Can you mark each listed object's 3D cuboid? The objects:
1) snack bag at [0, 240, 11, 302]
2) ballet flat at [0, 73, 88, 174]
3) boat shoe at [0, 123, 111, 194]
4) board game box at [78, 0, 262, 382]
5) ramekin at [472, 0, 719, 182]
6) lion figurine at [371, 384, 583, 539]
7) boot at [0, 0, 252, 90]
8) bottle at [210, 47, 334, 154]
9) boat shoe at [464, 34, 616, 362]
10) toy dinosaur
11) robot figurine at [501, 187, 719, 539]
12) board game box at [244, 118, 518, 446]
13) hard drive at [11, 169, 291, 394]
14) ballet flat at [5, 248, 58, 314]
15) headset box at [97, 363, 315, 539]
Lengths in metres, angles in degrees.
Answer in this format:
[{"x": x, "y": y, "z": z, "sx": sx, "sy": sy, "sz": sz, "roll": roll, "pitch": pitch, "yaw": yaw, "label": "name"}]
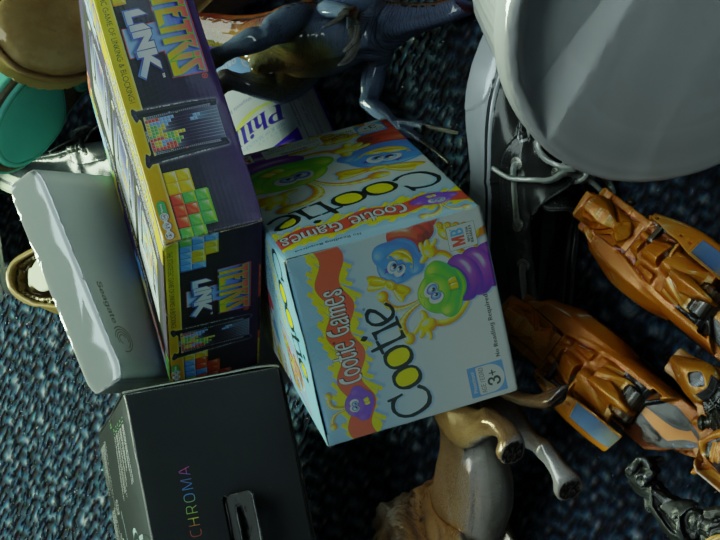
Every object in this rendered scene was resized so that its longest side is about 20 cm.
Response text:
[{"x": -0.296, "y": -0.105, "z": 1.540, "sx": 0.200, "sy": 0.021, "sz": 0.189, "roll": 89, "pitch": 156, "yaw": -47, "label": "snack bag"}, {"x": -0.219, "y": -0.129, "z": 1.443, "sx": 0.070, "sy": 0.200, "sz": 0.068, "roll": 10, "pitch": 129, "yaw": 23, "label": "ballet flat"}, {"x": -0.167, "y": -0.069, "z": 1.453, "sx": 0.199, "sy": 0.075, "sz": 0.063, "roll": 3, "pitch": 84, "yaw": 39, "label": "boat shoe"}, {"x": -0.104, "y": -0.064, "z": 1.176, "sx": 0.165, "sy": 0.057, "sz": 0.201, "roll": 99, "pitch": 155, "yaw": -62, "label": "board game box"}, {"x": 0.145, "y": -0.152, "z": 1.075, "sx": 0.203, "sy": 0.202, "sz": 0.094, "roll": -57, "pitch": 37, "yaw": 21, "label": "ramekin"}, {"x": 0.060, "y": 0.112, "z": 1.169, "sx": 0.123, "sy": 0.072, "sz": 0.201, "roll": 52, "pitch": 137, "yaw": 46, "label": "lion figurine"}, {"x": -0.123, "y": -0.193, "z": 1.360, "sx": 0.200, "sy": 0.175, "sz": 0.066, "roll": -36, "pitch": 72, "yaw": 39, "label": "boot"}, {"x": -0.049, "y": -0.059, "z": 1.334, "sx": 0.083, "sy": 0.065, "sz": 0.200, "roll": -36, "pitch": 59, "yaw": 22, "label": "bottle"}, {"x": 0.098, "y": -0.048, "z": 1.185, "sx": 0.068, "sy": 0.073, "sz": 0.200, "roll": 10, "pitch": 93, "yaw": 42, "label": "boat shoe"}, {"x": -0.016, "y": -0.149, "z": 1.272, "sx": 0.181, "sy": 0.105, "sz": 0.200, "roll": -30, "pitch": 58, "yaw": -7, "label": "toy dinosaur"}, {"x": 0.166, "y": 0.052, "z": 1.093, "sx": 0.200, "sy": 0.058, "sz": 0.145, "roll": 40, "pitch": 98, "yaw": 35, "label": "robot figurine"}, {"x": 0.000, "y": 0.000, "z": 1.149, "sx": 0.200, "sy": 0.103, "sz": 0.105, "roll": -127, "pitch": 23, "yaw": -69, "label": "board game box"}, {"x": -0.113, "y": 0.007, "z": 1.278, "sx": 0.027, "sy": 0.200, "sz": 0.132, "roll": -32, "pitch": 74, "yaw": 27, "label": "hard drive"}, {"x": -0.163, "y": 0.005, "z": 1.440, "sx": 0.200, "sy": 0.063, "sz": 0.069, "roll": -9, "pitch": 78, "yaw": 43, "label": "ballet flat"}, {"x": -0.085, "y": 0.156, "z": 1.237, "sx": 0.200, "sy": 0.092, "sz": 0.175, "roll": 130, "pitch": 129, "yaw": -73, "label": "headset box"}]
